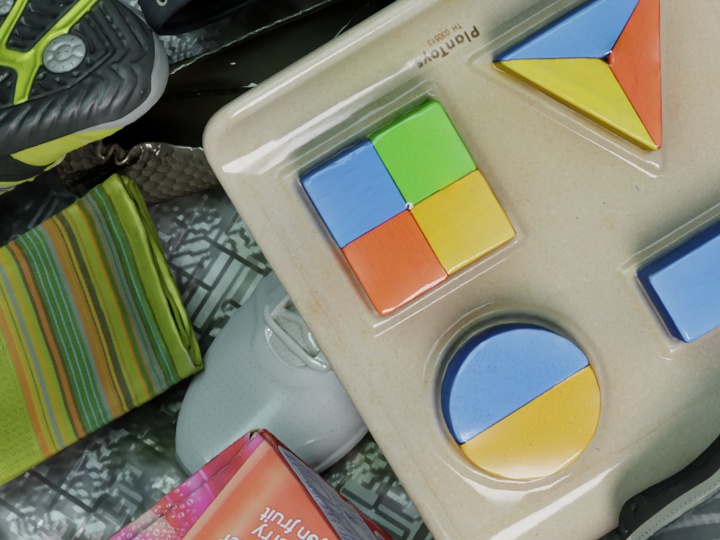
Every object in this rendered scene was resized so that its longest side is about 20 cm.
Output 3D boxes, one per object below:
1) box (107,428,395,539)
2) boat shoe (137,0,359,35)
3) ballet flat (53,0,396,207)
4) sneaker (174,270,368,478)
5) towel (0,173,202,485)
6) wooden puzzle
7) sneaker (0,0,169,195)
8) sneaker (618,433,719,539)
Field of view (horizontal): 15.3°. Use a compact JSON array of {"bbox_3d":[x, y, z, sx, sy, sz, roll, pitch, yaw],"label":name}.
[{"bbox_3d":[-0.015,0.138,0.874,0.095,0.200,0.100,-37,67,2],"label":"box"},{"bbox_3d":[0.001,-0.132,0.985,0.200,0.075,0.062,-13,81,19],"label":"boat shoe"},{"bbox_3d":[-0.027,-0.072,1.022,0.200,0.046,0.068,-17,71,12],"label":"ballet flat"},{"bbox_3d":[0.000,0.000,0.977,0.200,0.080,0.070,-46,69,1],"label":"sneaker"},{"bbox_3d":[-0.155,0.046,1.027,0.200,0.018,0.086,-30,67,17],"label":"towel"},{"bbox_3d":[0.072,-0.010,0.914,0.185,0.046,0.200,-31,99,-2],"label":"wooden puzzle"},{"bbox_3d":[-0.155,-0.054,1.027,0.200,0.076,0.076,-14,57,26],"label":"sneaker"},{"bbox_3d":[0.118,0.122,0.909,0.200,0.074,0.087,-62,31,13],"label":"sneaker"}]
